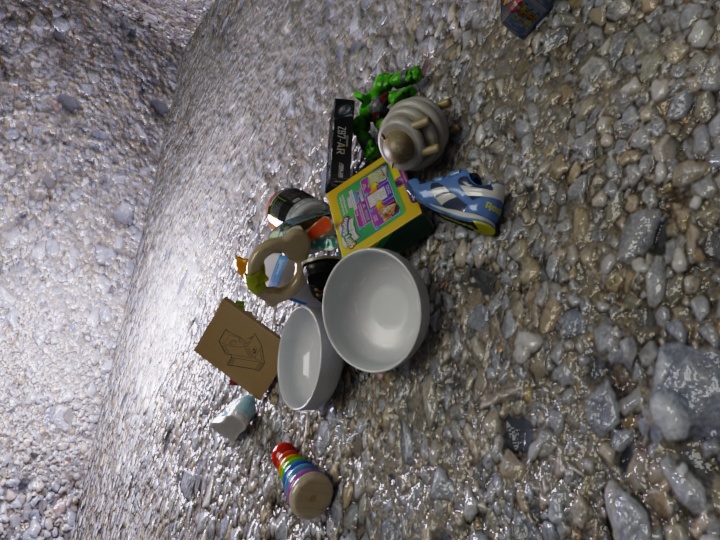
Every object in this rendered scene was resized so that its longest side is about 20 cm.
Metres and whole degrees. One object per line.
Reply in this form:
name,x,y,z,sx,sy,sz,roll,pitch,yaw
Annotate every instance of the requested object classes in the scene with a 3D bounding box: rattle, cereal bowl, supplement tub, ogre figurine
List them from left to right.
rattle,-0.145,-0.038,1.203,0.201,0.130,0.143,-50,15,-2
supplement tub,-0.145,-0.123,1.433,0.199,0.120,0.125,35,102,58
cereal bowl,-0.090,0.173,1.207,0.199,0.081,0.206,-19,67,56
cereal bowl,0.034,0.064,1.039,0.195,0.083,0.206,2,93,31
ogre figurine,0.045,-0.339,1.279,0.120,0.096,0.205,40,121,46

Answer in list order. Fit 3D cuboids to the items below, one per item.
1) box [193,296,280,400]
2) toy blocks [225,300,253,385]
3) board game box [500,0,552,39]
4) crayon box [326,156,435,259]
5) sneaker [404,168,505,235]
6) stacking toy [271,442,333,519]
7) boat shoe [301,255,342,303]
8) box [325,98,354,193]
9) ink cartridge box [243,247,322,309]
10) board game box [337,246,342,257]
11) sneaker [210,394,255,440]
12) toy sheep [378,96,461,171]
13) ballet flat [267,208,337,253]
box,-0.271,0.181,1.414,0.165,0.198,0.021,-55,-1,22
toy blocks,-0.292,0.198,1.503,0.137,0.097,0.205,-132,53,-59
board game box,0.301,-0.498,0.999,0.198,0.061,0.206,-4,71,56
crayon box,0.032,-0.111,1.159,0.170,0.058,0.203,-32,44,16
sneaker,0.156,-0.124,1.003,0.198,0.073,0.084,28,94,43
stacking toy,-0.126,0.387,1.171,0.199,0.084,0.087,20,90,62
boat shoe,-0.061,0.019,1.129,0.202,0.072,0.065,65,-164,-74
box,-0.047,-0.259,1.317,0.200,0.042,0.165,160,113,-83
ink cartridge box,-0.152,0.020,1.343,0.198,0.142,0.086,14,83,58
board game box,0.000,0.000,1.222,0.134,0.034,0.205,-28,51,48
sneaker,-0.299,0.352,1.484,0.199,0.074,0.083,-33,17,51
toy sheep,0.103,-0.251,1.112,0.137,0.139,0.200,-32,7,45
ballet flat,-0.104,-0.085,1.303,0.196,0.075,0.075,-24,38,-6
